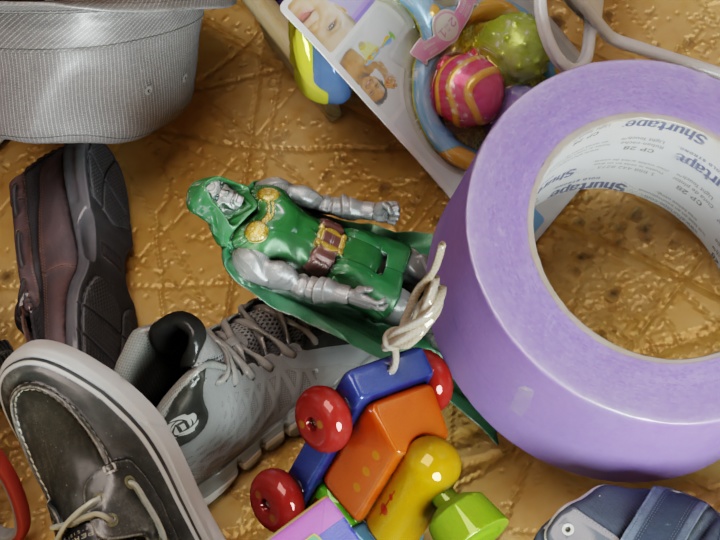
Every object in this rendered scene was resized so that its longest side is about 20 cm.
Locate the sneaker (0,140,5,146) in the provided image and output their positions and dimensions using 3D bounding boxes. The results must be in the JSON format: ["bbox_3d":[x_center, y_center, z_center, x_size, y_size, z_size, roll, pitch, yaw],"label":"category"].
[{"bbox_3d":[-0.259,-0.109,1.582,0.084,0.121,0.200,21,67,24],"label":"sneaker"}]

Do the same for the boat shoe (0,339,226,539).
[{"bbox_3d":[-0.119,0.126,1.379,0.072,0.071,0.200,-34,94,34],"label":"boat shoe"}]

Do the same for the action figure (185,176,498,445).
[{"bbox_3d":[0.000,0.000,1.437,0.200,0.055,0.118,23,51,-13],"label":"action figure"}]

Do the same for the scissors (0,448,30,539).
[{"bbox_3d":[-0.227,0.060,1.447,0.073,0.200,0.014,0,29,29],"label":"scissors"}]

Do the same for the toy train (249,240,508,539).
[{"bbox_3d":[0.031,0.092,1.358,0.085,0.200,0.116,-19,61,-38],"label":"toy train"}]

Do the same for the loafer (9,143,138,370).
[{"bbox_3d":[-0.163,0.015,1.524,0.063,0.072,0.200,-19,49,18],"label":"loafer"}]

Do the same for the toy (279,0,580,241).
[{"bbox_3d":[0.063,-0.110,1.467,0.115,0.200,0.047,-50,21,-16],"label":"toy"}]

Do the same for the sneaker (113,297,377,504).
[{"bbox_3d":[-0.057,0.041,1.446,0.200,0.116,0.075,-44,60,-13],"label":"sneaker"}]

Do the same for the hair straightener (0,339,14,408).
[{"bbox_3d":[-0.202,0.035,1.503,0.041,0.077,0.200,-53,36,7],"label":"hair straightener"}]

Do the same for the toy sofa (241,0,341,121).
[{"bbox_3d":[0.031,-0.184,1.569,0.200,0.098,0.083,-32,58,-7],"label":"toy sofa"}]

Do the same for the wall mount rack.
[{"bbox_3d":[0.157,-0.184,1.510,0.074,0.174,0.200,-10,56,31],"label":"wall mount rack"}]

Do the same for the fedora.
[{"bbox_3d":[-0.160,-0.120,1.540,0.177,0.200,0.090,6,105,25],"label":"fedora"}]

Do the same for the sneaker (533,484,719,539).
[{"bbox_3d":[0.133,0.194,1.323,0.146,0.077,0.202,24,58,13],"label":"sneaker"}]

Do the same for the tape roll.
[{"bbox_3d":[0.139,0.000,1.397,0.200,0.085,0.200,6,64,-12],"label":"tape roll"}]

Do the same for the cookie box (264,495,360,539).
[{"bbox_3d":[-0.042,0.219,1.287,0.171,0.200,0.075,-35,58,-8],"label":"cookie box"}]

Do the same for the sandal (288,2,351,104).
[{"bbox_3d":[0.011,-0.184,1.500,0.087,0.079,0.200,14,81,-2],"label":"sandal"}]
